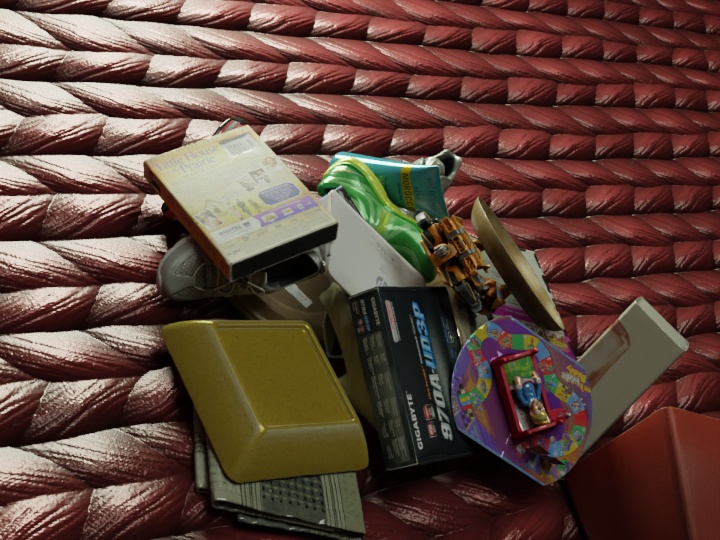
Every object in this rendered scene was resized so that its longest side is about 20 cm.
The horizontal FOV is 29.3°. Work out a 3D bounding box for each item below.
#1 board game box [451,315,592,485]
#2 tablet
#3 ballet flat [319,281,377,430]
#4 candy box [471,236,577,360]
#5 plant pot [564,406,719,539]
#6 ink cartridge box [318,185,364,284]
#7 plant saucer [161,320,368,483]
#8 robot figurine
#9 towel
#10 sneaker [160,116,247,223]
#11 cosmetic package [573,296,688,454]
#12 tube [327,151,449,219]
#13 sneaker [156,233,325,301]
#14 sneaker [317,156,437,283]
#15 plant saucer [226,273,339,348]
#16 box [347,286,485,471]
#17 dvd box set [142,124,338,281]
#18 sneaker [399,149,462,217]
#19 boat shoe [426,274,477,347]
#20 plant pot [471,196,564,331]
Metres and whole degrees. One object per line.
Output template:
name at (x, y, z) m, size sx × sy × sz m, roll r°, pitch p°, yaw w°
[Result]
board game box at (0.200, 0.146, 1.597) m, size 0.199 × 0.039 × 0.159 m, roll 34°, pitch 65°, yaw -17°
tablet at (0.022, 0.006, 1.629) m, size 0.200 × 0.014 × 0.131 m, roll 42°, pitch 35°, yaw -37°
ballet flat at (-0.005, 0.105, 1.593) m, size 0.069 × 0.069 × 0.203 m, roll 0°, pitch 69°, yaw -41°
candy box at (0.195, 0.054, 1.832) m, size 0.135 × 0.061 × 0.202 m, roll 13°, pitch 43°, yaw -30°
plant pot at (0.385, 0.301, 1.630) m, size 0.198 × 0.200 × 0.178 m, roll 16°, pitch 51°, yaw -27°
ink cartridge box at (0.000, 0.000, 1.683) m, size 0.201 × 0.044 × 0.094 m, roll 57°, pitch 28°, yaw -2°
plant saucer at (-0.091, 0.123, 1.471) m, size 0.198 × 0.049 × 0.201 m, roll 2°, pitch 49°, yaw -44°
robot figurine at (0.125, -0.010, 1.673) m, size 0.146 × 0.058 × 0.200 m, roll 60°, pitch 8°, yaw 17°
towel at (-0.091, 0.193, 1.464) m, size 0.191 × 0.035 × 0.201 m, roll 20°, pitch 37°, yaw -29°
sneaker at (-0.173, -0.108, 1.691) m, size 0.086 × 0.074 × 0.201 m, roll 38°, pitch 43°, yaw -11°
cosmetic package at (0.305, 0.135, 1.704) m, size 0.087 × 0.200 × 0.103 m, roll 45°, pitch 12°, yaw 11°
tube at (0.040, -0.115, 1.794) m, size 0.050 × 0.078 × 0.199 m, roll -37°, pitch 35°, yaw -31°
sneaker at (-0.132, -0.007, 1.546) m, size 0.198 × 0.076 × 0.082 m, roll -15°, pitch 27°, yaw -19°
sneaker at (0.019, -0.052, 1.761) m, size 0.083 × 0.074 × 0.200 m, roll -37°, pitch 78°, yaw -29°
plant saucer at (-0.086, 0.008, 1.665) m, size 0.198 × 0.030 × 0.202 m, roll 24°, pitch 39°, yaw -21°
box at (0.066, 0.120, 1.573) m, size 0.158 × 0.046 × 0.203 m, roll 2°, pitch 72°, yaw -56°
dvd box set at (-0.138, -0.081, 1.565) m, size 0.145 × 0.030 × 0.200 m, roll -23°, pitch 51°, yaw -28°
sneaker at (0.070, -0.111, 1.871) m, size 0.076 × 0.092 × 0.200 m, roll 42°, pitch 41°, yaw 4°
boat shoe at (0.113, 0.071, 1.741) m, size 0.065 × 0.072 × 0.201 m, roll 48°, pitch 16°, yaw -28°
plant pot at (0.195, -0.003, 1.754) m, size 0.201 × 0.027 × 0.200 m, roll 53°, pitch 10°, yaw -14°
